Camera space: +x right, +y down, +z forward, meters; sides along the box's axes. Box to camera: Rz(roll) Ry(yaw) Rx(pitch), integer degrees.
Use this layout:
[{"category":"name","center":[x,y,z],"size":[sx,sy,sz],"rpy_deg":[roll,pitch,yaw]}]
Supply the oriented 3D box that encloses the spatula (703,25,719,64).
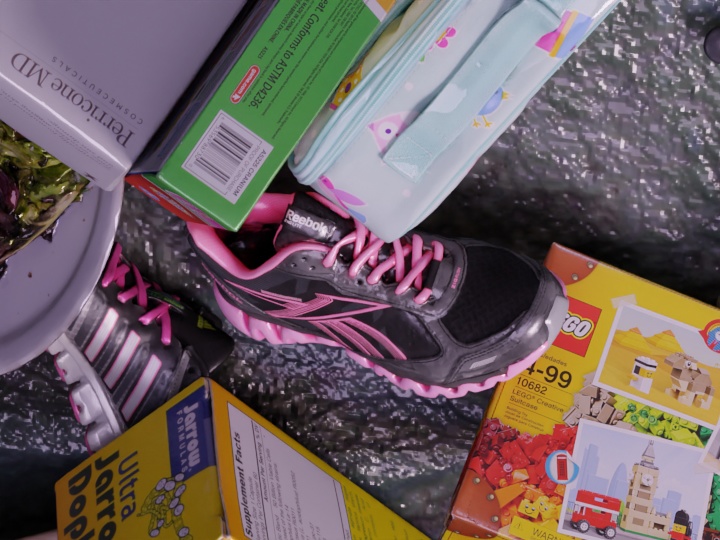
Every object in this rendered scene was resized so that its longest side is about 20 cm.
[{"category":"spatula","center":[0.261,-0.117,1.070],"size":[0.199,0.021,0.057],"rpy_deg":[-6,105,12]}]

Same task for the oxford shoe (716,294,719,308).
[{"category":"oxford shoe","center":[0.250,-0.026,1.099],"size":[0.200,0.075,0.070],"rpy_deg":[-31,145,32]}]

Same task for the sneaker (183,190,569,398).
[{"category":"sneaker","center":[0.000,0.000,1.082],"size":[0.199,0.079,0.095],"rpy_deg":[9,153,30]}]

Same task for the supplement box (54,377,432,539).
[{"category":"supplement box","center":[-0.046,0.165,1.154],"size":[0.109,0.109,0.200],"rpy_deg":[-35,128,20]}]

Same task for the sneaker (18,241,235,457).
[{"category":"sneaker","center":[-0.111,0.029,1.161],"size":[0.087,0.074,0.200],"rpy_deg":[-15,113,10]}]

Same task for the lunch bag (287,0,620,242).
[{"category":"lunch bag","center":[0.050,-0.116,1.023],"size":[0.077,0.160,0.200],"rpy_deg":[36,114,-9]}]

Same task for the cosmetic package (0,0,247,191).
[{"category":"cosmetic package","center":[-0.098,-0.148,1.021],"size":[0.113,0.081,0.200],"rpy_deg":[34,77,-9]}]

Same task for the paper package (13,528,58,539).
[{"category":"paper package","center":[-0.195,0.249,1.204],"size":[0.190,0.103,0.201],"rpy_deg":[-14,75,13]}]

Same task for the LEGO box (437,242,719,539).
[{"category":"LEGO box","center":[0.155,0.098,1.101],"size":[0.199,0.149,0.077],"rpy_deg":[21,160,2]}]

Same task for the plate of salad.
[{"category":"plate of salad","center":[-0.197,-0.047,1.101],"size":[0.200,0.048,0.201],"rpy_deg":[-1,88,33]}]

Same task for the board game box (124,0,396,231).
[{"category":"board game box","center":[-0.040,-0.092,1.000],"size":[0.040,0.200,0.153],"rpy_deg":[35,87,-9]}]
